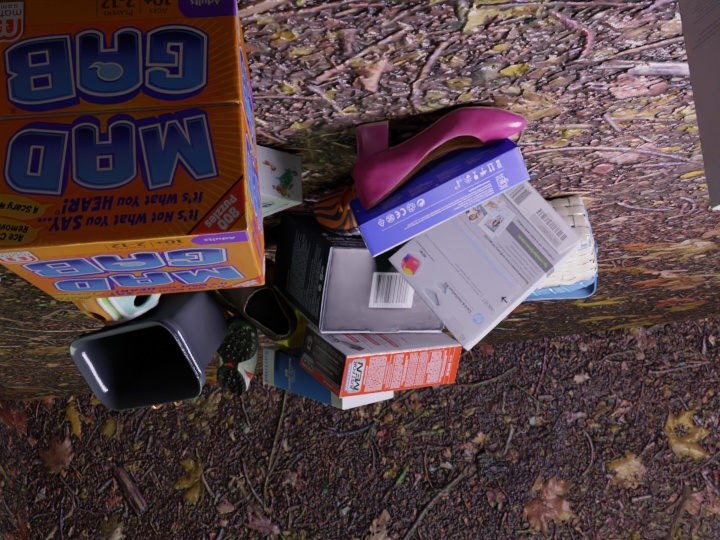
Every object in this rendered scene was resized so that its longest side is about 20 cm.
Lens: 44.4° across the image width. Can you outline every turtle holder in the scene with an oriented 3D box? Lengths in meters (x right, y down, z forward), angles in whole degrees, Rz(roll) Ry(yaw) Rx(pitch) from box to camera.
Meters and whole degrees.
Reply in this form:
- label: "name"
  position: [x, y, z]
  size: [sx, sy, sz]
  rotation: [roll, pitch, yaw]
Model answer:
- label: "turtle holder"
  position: [-0.331, -0.007, 1.225]
  size: [0.139, 0.134, 0.186]
  rotation: [-16, -168, 21]

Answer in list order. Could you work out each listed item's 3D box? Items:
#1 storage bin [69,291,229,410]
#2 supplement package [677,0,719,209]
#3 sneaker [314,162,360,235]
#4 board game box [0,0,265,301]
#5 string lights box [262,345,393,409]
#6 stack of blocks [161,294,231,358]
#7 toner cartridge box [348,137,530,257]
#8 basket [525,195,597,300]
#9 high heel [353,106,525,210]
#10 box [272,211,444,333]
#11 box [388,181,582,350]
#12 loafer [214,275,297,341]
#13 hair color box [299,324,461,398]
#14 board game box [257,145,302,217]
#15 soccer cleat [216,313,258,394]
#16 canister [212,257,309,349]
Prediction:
- label: "storage bin"
  position: [-0.283, 0.108, 1.258]
  size: [0.197, 0.147, 0.135]
  rotation: [-13, -155, 31]
- label: "supplement package"
  position: [0.361, -0.168, 0.653]
  size: [0.144, 0.204, 0.191]
  rotation: [-1, 168, -16]
- label: "sneaker"
  position: [0.003, -0.104, 1.132]
  size: [0.197, 0.079, 0.112]
  rotation: [-6, 154, 34]
- label: "board game box"
  position: [-0.190, -0.098, 0.754]
  size: [0.196, 0.204, 0.200]
  rotation: [-5, 168, -4]
- label: "string lights box"
  position: [-0.052, 0.153, 1.335]
  size: [0.102, 0.060, 0.198]
  rotation: [-5, -171, -40]
- label: "stack of blocks"
  position: [-0.289, 0.049, 1.401]
  size: [0.199, 0.059, 0.115]
  rotation: [37, 164, 12]
- label: "toner cartridge box"
  position: [0.087, -0.091, 1.013]
  size: [0.197, 0.044, 0.095]
  rotation: [-26, -159, 2]
- label: "basket"
  position: [0.293, -0.019, 1.390]
  size: [0.173, 0.141, 0.202]
  rotation: [-5, 137, 1]
- label: "high heel"
  position: [0.089, -0.124, 0.985]
  size: [0.196, 0.098, 0.067]
  rotation: [-5, 167, 2]
- label: "box"
  position: [0.000, 0.000, 1.271]
  size: [0.197, 0.126, 0.196]
  rotation: [1, -165, -26]
- label: "box"
  position: [0.159, -0.023, 1.130]
  size: [0.200, 0.156, 0.041]
  rotation: [-43, 162, 3]
- label: "loafer"
  position: [-0.158, 0.021, 1.235]
  size: [0.200, 0.073, 0.071]
  rotation: [42, 172, -13]
- label: "hair color box"
  position: [0.029, 0.116, 1.218]
  size: [0.197, 0.065, 0.110]
  rotation: [0, -161, -35]
- label: "board game box"
  position: [-0.189, -0.105, 1.043]
  size: [0.198, 0.066, 0.146]
  rotation: [9, 162, -43]
- label: "soccer cleat"
  position: [-0.187, 0.115, 1.371]
  size: [0.067, 0.074, 0.201]
  rotation: [18, 142, 2]
- label: "canister"
  position: [-0.148, 0.038, 1.412]
  size: [0.198, 0.088, 0.148]
  rotation: [25, -161, 26]
